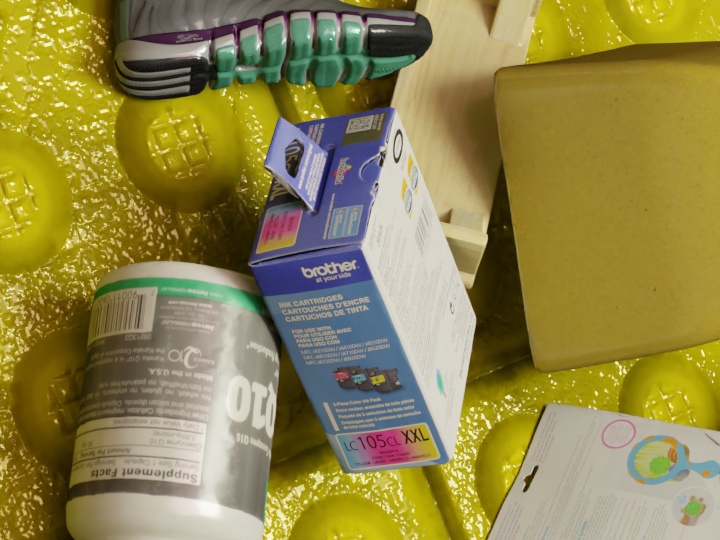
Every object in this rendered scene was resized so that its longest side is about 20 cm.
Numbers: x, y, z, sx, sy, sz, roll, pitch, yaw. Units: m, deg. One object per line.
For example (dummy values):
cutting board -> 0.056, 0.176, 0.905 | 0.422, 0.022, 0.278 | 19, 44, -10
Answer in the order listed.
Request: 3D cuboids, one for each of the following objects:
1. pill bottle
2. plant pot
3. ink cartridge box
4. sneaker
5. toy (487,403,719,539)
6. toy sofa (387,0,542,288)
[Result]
pill bottle -> -0.107, 0.105, 1.323 | 0.113, 0.113, 0.200 | 15, 70, -27
plant pot -> 0.229, -0.051, 1.465 | 0.195, 0.200, 0.195 | -16, 99, -54
ink cartridge box -> 0.000, 0.000, 1.362 | 0.137, 0.076, 0.200 | -77, 153, -50
sneaker -> -0.056, -0.162, 1.432 | 0.200, 0.074, 0.088 | -5, 69, -14
toy -> 0.190, 0.155, 1.462 | 0.047, 0.200, 0.115 | 55, 52, -43
toy sofa -> 0.055, -0.091, 1.504 | 0.083, 0.098, 0.200 | 14, 68, -1
